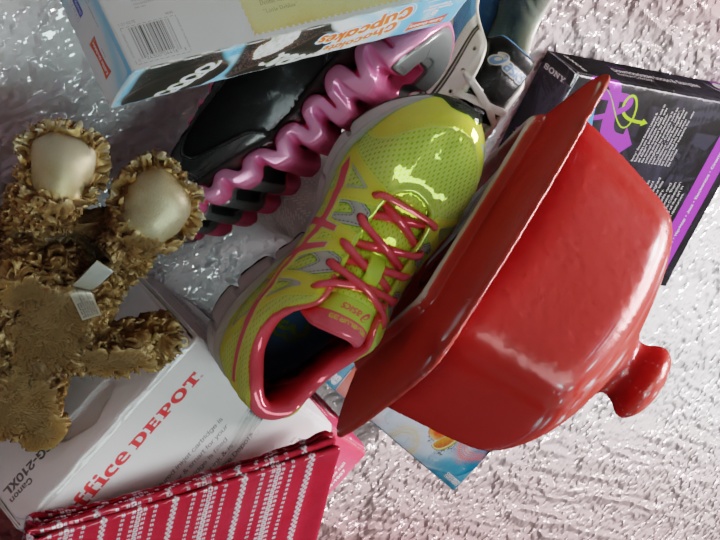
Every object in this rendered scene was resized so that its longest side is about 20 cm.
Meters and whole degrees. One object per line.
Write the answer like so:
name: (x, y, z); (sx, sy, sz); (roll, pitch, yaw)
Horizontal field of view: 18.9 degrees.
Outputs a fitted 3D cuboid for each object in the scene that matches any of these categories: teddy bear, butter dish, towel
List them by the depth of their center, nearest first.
teddy bear: (-0.157, 0.003, 1.113); (0.144, 0.067, 0.201); (3, 131, -12)
butter dish: (0.101, 0.025, 1.175); (0.200, 0.148, 0.200); (-58, -175, -23)
towel: (-0.107, 0.166, 1.229); (0.199, 0.023, 0.145); (-14, 137, -29)

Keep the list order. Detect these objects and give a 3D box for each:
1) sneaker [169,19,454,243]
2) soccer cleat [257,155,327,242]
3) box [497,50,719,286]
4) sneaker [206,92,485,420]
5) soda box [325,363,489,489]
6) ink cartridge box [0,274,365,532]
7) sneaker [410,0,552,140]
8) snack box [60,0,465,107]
sneaker: (-0.050, -0.094, 1.137); (0.200, 0.096, 0.079); (-37, 167, 6)
soccer cleat: (0.011, -0.026, 1.249); (0.200, 0.086, 0.070); (10, 117, -47)
box: (0.161, -0.063, 1.401); (0.200, 0.036, 0.143); (4, 120, -47)
sneaker: (0.000, 0.000, 1.105); (0.078, 0.090, 0.200); (30, 110, -22)
soda box: (0.020, 0.062, 1.350); (0.064, 0.068, 0.200); (-46, 142, 1)
ink cartridge box: (-0.111, 0.102, 1.252); (0.145, 0.084, 0.200); (-48, 143, 3)
sneaker: (0.050, -0.092, 1.183); (0.072, 0.072, 0.201); (36, 69, -36)
snack box: (-0.053, -0.157, 1.046); (0.199, 0.117, 0.037); (-17, 163, -31)
